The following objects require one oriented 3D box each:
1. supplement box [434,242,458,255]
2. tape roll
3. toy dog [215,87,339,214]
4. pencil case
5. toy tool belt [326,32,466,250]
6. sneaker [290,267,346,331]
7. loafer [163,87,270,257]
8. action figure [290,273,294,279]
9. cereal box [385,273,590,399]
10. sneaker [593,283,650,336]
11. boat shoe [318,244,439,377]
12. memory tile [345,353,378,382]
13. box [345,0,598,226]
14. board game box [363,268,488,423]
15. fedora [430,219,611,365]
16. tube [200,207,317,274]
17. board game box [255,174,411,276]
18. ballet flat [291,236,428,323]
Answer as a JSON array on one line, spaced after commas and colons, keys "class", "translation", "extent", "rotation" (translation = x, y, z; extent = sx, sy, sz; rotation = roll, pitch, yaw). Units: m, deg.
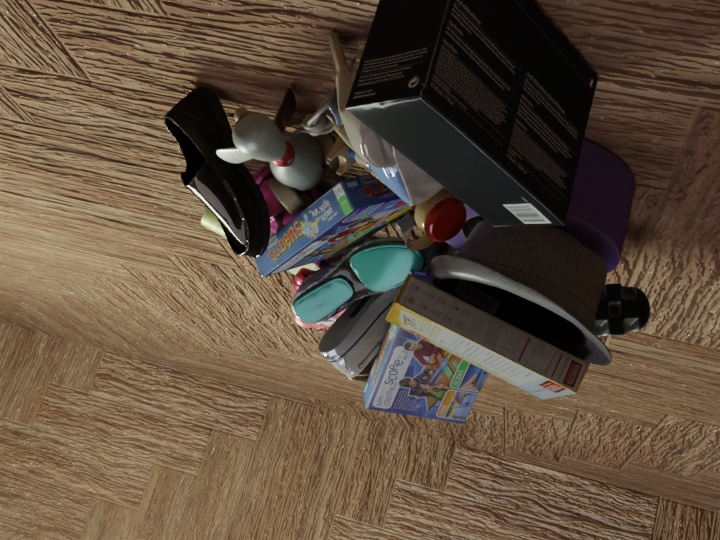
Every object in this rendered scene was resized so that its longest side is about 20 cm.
[{"class": "supplement box", "translation": [0.153, -0.008, 1.154], "extent": [0.110, 0.086, 0.200], "rotation": [20, 163, -9]}, {"class": "tape roll", "translation": [0.180, -0.067, 0.946], "extent": [0.200, 0.085, 0.200], "rotation": [16, 163, 5]}, {"class": "toy dog", "translation": [-0.086, -0.141, 0.959], "extent": [0.096, 0.132, 0.200], "rotation": [52, 167, 19]}, {"class": "pencil case", "translation": [-0.071, -0.059, 1.191], "extent": [0.091, 0.094, 0.200], "rotation": [23, 169, 40]}, {"class": "toy tool belt", "translation": [0.032, -0.126, 0.846], "extent": [0.123, 0.125, 0.200], "rotation": [46, 169, 43]}, {"class": "sneaker", "translation": [0.000, 0.037, 1.187], "extent": [0.200, 0.074, 0.087], "rotation": [2, 128, 10]}, {"class": "loafer", "translation": [-0.168, -0.100, 1.011], "extent": [0.073, 0.071, 0.200], "rotation": [-9, 107, 55]}, {"class": "action figure", "translation": [-0.025, -0.009, 1.371], "extent": [0.200, 0.105, 0.193], "rotation": [52, 145, -14]}, {"class": "cereal box", "translation": [0.126, 0.073, 0.942], "extent": [0.200, 0.040, 0.144], "rotation": [26, 170, 2]}, {"class": "sneaker", "translation": [0.215, 0.048, 1.020], "extent": [0.200, 0.074, 0.089], "rotation": [5, 175, -4]}, {"class": "boat shoe", "translation": [0.037, 0.051, 1.136], "extent": [0.070, 0.200, 0.071], "rotation": [47, 167, -25]}, {"class": "memory tile", "translation": [0.046, 0.074, 1.219], "extent": [0.153, 0.200, 0.017], "rotation": [-5, 127, -1]}, {"class": "box", "translation": [0.095, -0.139, 0.700], "extent": [0.079, 0.141, 0.200], "rotation": [3, 158, 45]}, {"class": "board game box", "translation": [0.095, 0.097, 1.094], "extent": [0.135, 0.034, 0.200], "rotation": [11, 125, -13]}, {"class": "fedora", "translation": [0.170, 0.009, 0.889], "extent": [0.200, 0.090, 0.177], "rotation": [18, 165, 38]}, {"class": "tube", "translation": [-0.136, -0.042, 1.316], "extent": [0.200, 0.052, 0.058], "rotation": [29, -174, -1]}, {"class": "board game box", "translation": [-0.020, -0.057, 1.037], "extent": [0.135, 0.035, 0.200], "rotation": [-17, 170, -41]}, {"class": "ballet flat", "translation": [0.000, 0.000, 1.110], "extent": [0.200, 0.072, 0.072], "rotation": [-27, 141, 29]}]
